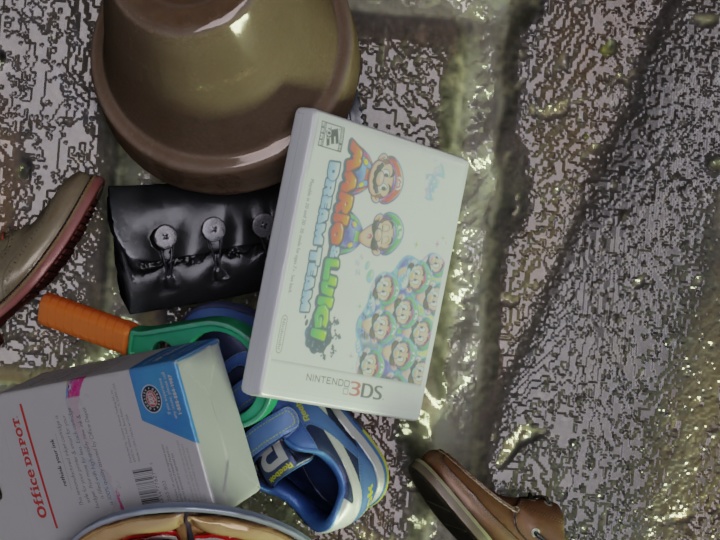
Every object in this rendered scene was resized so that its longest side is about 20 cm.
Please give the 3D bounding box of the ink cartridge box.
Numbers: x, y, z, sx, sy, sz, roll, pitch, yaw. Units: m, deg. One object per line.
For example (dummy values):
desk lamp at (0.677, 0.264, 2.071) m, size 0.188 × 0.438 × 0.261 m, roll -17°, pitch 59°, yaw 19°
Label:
ink cartridge box at (-0.184, 0.126, 1.404) m, size 0.198 × 0.068 × 0.116 m, roll -11°, pitch 98°, yaw 27°

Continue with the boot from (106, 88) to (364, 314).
boot at (-0.091, -0.063, 1.456) m, size 0.198 × 0.066 × 0.167 m, roll -8°, pitch 89°, yaw -3°

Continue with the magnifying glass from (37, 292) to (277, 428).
magnifying glass at (-0.147, 0.057, 1.418) m, size 0.199 × 0.022 × 0.080 m, roll 19°, pitch 112°, yaw 23°

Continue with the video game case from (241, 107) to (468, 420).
video game case at (0.000, 0.000, 1.412) m, size 0.181 × 0.024 × 0.202 m, roll 13°, pitch 87°, yaw -49°

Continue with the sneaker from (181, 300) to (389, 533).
sneaker at (-0.061, 0.107, 1.434) m, size 0.200 × 0.082 × 0.074 m, roll 47°, pitch 122°, yaw -2°

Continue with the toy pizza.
toy pizza at (-0.115, 0.225, 1.389) m, size 0.198 × 0.201 × 0.032 m, roll 8°, pitch 53°, yaw -7°

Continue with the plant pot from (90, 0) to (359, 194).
plant pot at (-0.106, -0.175, 1.366) m, size 0.198 × 0.175 × 0.202 m, roll -2°, pitch 72°, yaw 6°

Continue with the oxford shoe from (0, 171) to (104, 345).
oxford shoe at (-0.265, -0.002, 1.427) m, size 0.075 × 0.070 × 0.200 m, roll 39°, pitch 84°, yaw 0°

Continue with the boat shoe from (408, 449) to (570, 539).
boat shoe at (0.119, 0.198, 1.476) m, size 0.068 × 0.072 × 0.200 m, roll -45°, pitch 104°, yaw -10°
